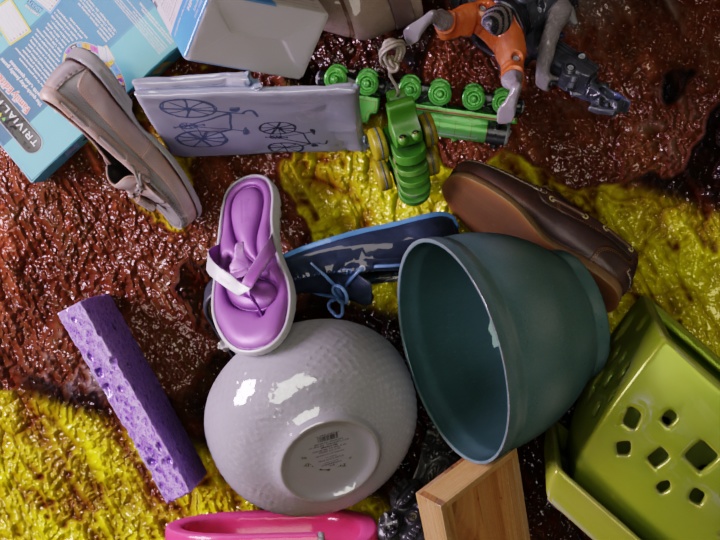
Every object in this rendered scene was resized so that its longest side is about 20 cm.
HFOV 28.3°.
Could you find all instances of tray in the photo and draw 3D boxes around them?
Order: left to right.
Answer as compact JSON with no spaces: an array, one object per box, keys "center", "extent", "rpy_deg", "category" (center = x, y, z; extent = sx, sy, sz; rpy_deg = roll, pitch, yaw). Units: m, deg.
[{"center":[0.110,0.262,1.300],"extent":[0.098,0.037,0.202],"rpy_deg":[-31,124,-33],"category":"tray"}]

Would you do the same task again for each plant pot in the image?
[{"center":[0.135,0.054,1.260],"extent":[0.133,0.200,0.203],"rpy_deg":[-15,93,-22],"category":"plant pot"},{"center":[0.275,0.166,1.274],"extent":[0.199,0.200,0.182],"rpy_deg":[41,100,-1],"category":"plant pot"}]

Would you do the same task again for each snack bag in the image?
[{"center":[-0.091,-0.138,1.271],"extent":[0.197,0.189,0.022],"rpy_deg":[-1,78,3],"category":"snack bag"}]

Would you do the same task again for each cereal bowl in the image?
[{"center":[-0.038,0.148,1.291],"extent":[0.198,0.084,0.202],"rpy_deg":[-9,124,-13],"category":"cereal bowl"}]

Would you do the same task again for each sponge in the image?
[{"center":[-0.208,0.117,1.328],"extent":[0.030,0.112,0.201],"rpy_deg":[-29,92,3],"category":"sponge"}]

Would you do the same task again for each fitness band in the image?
[{"center":[-0.081,0.247,1.315],"extent":[0.197,0.144,0.038],"rpy_deg":[-1,92,3],"category":"fitness band"}]

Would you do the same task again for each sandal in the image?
[{"center":[-0.108,-0.011,1.291],"extent":[0.082,0.050,0.204],"rpy_deg":[-23,49,15],"category":"sandal"}]

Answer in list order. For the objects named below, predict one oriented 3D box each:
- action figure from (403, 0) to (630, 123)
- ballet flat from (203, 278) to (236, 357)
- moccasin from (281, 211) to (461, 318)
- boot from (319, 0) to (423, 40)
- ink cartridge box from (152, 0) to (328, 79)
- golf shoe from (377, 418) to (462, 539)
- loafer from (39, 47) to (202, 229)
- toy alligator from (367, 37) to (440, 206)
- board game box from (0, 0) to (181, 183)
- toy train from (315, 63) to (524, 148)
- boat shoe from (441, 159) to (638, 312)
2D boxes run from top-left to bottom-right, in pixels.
[{"center":[0.155,-0.208,1.261],"extent":[0.199,0.194,0.105],"rpy_deg":[31,135,12],"category":"action figure"},{"center":[-0.085,0.091,1.343],"extent":[0.073,0.073,0.201],"rpy_deg":[-33,92,4],"category":"ballet flat"},{"center":[0.000,0.000,1.325],"extent":[0.198,0.080,0.069],"rpy_deg":[-16,82,4],"category":"moccasin"},{"center":[-0.012,-0.315,1.320],"extent":[0.144,0.070,0.203],"rpy_deg":[-3,95,-4],"category":"boot"},{"center":[-0.122,-0.254,1.243],"extent":[0.115,0.201,0.067],"rpy_deg":[5,126,-32],"category":"ink cartridge box"},{"center":[0.090,0.195,1.347],"extent":[0.077,0.095,0.200],"rpy_deg":[29,70,32],"category":"golf shoe"},{"center":[-0.221,-0.108,1.300],"extent":[0.063,0.072,0.201],"rpy_deg":[-48,125,-24],"category":"loafer"},{"center":[0.041,-0.116,1.269],"extent":[0.059,0.201,0.055],"rpy_deg":[-17,53,-6],"category":"toy alligator"},{"center":[-0.281,-0.206,1.341],"extent":[0.200,0.047,0.151],"rpy_deg":[-41,92,4],"category":"board game box"},{"center":[0.054,-0.153,1.336],"extent":[0.197,0.042,0.057],"rpy_deg":[9,104,2],"category":"toy train"},{"center":[0.169,-0.042,1.330],"extent":[0.199,0.070,0.071],"rpy_deg":[36,57,-4],"category":"boat shoe"}]
